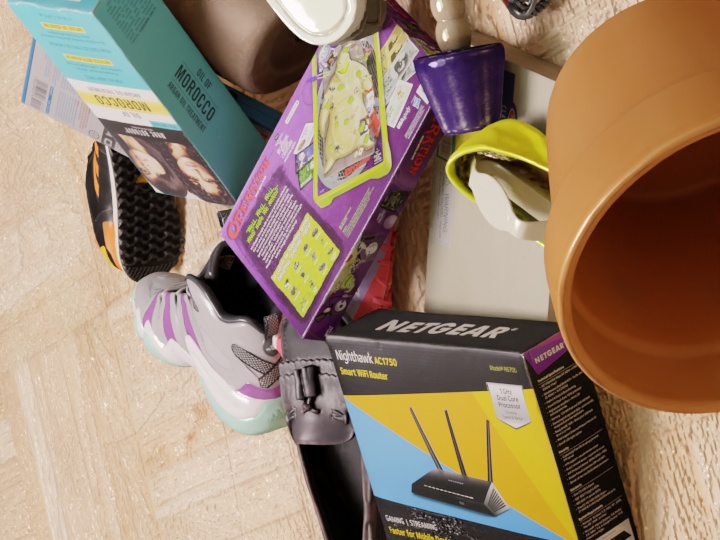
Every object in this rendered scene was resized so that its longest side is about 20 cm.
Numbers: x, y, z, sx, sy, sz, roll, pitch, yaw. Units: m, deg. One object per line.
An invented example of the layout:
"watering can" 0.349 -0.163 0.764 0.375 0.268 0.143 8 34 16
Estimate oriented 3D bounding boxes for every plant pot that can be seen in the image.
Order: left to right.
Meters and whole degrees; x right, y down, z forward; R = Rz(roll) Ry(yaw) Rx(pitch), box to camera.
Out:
"plant pot" -0.090 -0.216 1.737 0.175 0.200 0.201 45 137 20
"plant pot" 0.177 -0.046 1.331 0.141 0.198 0.201 -109 28 -47

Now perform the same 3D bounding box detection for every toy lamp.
"toy lamp" 0.049 -0.182 1.557 0.058 0.058 0.202 2 105 58

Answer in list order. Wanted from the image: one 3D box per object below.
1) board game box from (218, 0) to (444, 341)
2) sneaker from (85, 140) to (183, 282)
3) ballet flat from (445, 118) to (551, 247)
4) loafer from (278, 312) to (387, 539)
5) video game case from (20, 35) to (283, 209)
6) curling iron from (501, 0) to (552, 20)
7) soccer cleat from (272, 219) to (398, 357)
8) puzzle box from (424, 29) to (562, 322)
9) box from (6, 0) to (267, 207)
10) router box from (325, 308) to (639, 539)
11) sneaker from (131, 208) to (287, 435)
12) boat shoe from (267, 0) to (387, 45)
"board game box" -0.012 -0.070 1.672 0.120 0.032 0.201 48 118 37
"sneaker" -0.184 -0.095 2.009 0.090 0.070 0.202 25 120 51
"ballet flat" 0.124 -0.022 1.493 0.200 0.067 0.067 37 128 36
"loafer" -0.013 0.117 1.743 0.072 0.063 0.201 -3 113 41
"video game case" -0.139 -0.109 1.823 0.018 0.199 0.143 -63 0 -26
"curling iron" 0.070 -0.225 1.603 0.050 0.025 0.201 -52 47 25
"soccer cleat" 0.000 0.000 1.751 0.076 0.067 0.201 35 128 20
"puzzle box" 0.090 -0.036 1.616 0.133 0.025 0.202 31 123 52
"box" -0.142 -0.124 1.712 0.082 0.049 0.200 11 150 38
"router box" 0.072 0.104 1.612 0.199 0.051 0.150 2 114 54
"sneaker" -0.104 0.012 1.885 0.200 0.077 0.141 37 138 44
"boat shoe" -0.053 -0.226 1.636 0.072 0.060 0.202 -39 75 26
